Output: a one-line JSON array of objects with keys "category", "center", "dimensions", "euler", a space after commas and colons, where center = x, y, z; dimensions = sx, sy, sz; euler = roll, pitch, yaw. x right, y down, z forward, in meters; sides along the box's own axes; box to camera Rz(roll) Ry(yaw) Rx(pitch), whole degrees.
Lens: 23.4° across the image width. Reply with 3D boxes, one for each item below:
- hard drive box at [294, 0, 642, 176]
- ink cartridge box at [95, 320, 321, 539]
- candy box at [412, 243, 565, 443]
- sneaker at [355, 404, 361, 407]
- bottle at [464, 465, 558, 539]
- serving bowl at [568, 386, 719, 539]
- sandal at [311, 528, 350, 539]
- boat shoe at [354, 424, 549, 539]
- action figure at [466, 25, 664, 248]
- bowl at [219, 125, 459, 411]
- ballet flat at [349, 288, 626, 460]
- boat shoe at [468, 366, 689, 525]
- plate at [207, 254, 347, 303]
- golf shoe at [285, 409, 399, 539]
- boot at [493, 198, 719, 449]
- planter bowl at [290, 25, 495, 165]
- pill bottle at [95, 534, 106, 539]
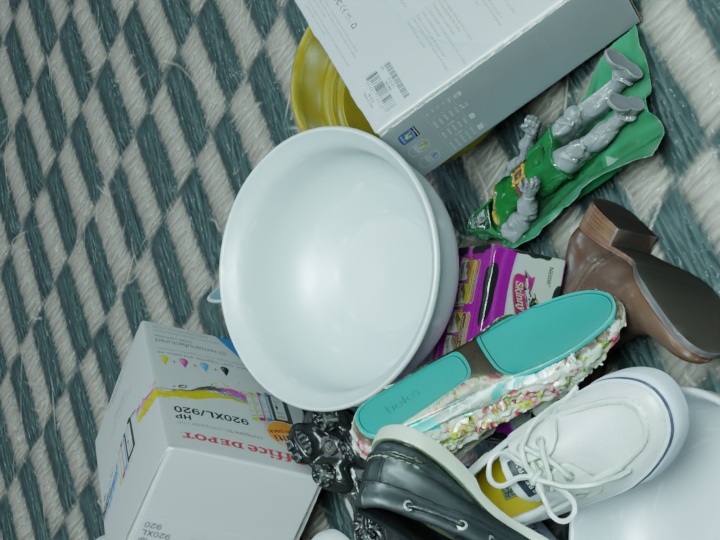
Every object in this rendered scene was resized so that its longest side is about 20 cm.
[{"category": "hard drive box", "center": [0.075, -0.189, 1.259], "dimensions": [0.200, 0.077, 0.156], "euler": [-35, 55, 9]}, {"category": "ink cartridge box", "center": [-0.138, 0.167, 1.527], "dimensions": [0.200, 0.147, 0.145], "euler": [-113, 42, -57]}, {"category": "candy box", "center": [0.075, 0.056, 1.283], "dimensions": [0.200, 0.061, 0.137], "euler": [176, 106, -71]}, {"category": "sneaker", "center": [-0.017, 0.030, 1.443], "dimensions": [0.200, 0.073, 0.085], "euler": [-123, 34, -60]}, {"category": "bottle", "center": [0.089, 0.197, 1.221], "dimensions": [0.200, 0.083, 0.065], "euler": [47, 155, 31]}, {"category": "serving bowl", "center": [0.221, 0.174, 1.100], "dimensions": [0.200, 0.066, 0.201], "euler": [-10, 78, 56]}, {"category": "sandal", "center": [-0.024, 0.277, 1.471], "dimensions": [0.083, 0.050, 0.203], "euler": [56, 150, 17]}, {"category": "boat shoe", "center": [0.073, 0.184, 1.096], "dimensions": [0.074, 0.199, 0.066], "euler": [-19, 31, 50]}, {"category": "action figure", "center": [0.138, -0.077, 1.257], "dimensions": [0.200, 0.055, 0.118], "euler": [-48, 29, 46]}, {"category": "bowl", "center": [0.000, 0.000, 1.242], "dimensions": [0.201, 0.090, 0.202], "euler": [-2, 87, 39]}, {"category": "ballet flat", "center": [0.087, 0.078, 1.149], "dimensions": [0.200, 0.064, 0.076], "euler": [-26, 40, 3]}, {"category": "boat shoe", "center": [0.118, 0.124, 1.108], "dimensions": [0.202, 0.086, 0.075], "euler": [-33, 80, 47]}, {"category": "plate", "center": [-0.028, -0.007, 1.405], "dimensions": [0.200, 0.200, 0.026], "euler": [-13, 104, 55]}, {"category": "golf shoe", "center": [0.025, 0.189, 1.400], "dimensions": [0.078, 0.094, 0.200], "euler": [-35, 78, 15]}, {"category": "boot", "center": [0.163, 0.077, 1.201], "dimensions": [0.200, 0.064, 0.187], "euler": [-64, 26, 23]}, {"category": "planter bowl", "center": [0.052, -0.146, 1.347], "dimensions": [0.200, 0.083, 0.201], "euler": [-12, 61, 23]}, {"category": "pill bottle", "center": [-0.187, 0.292, 1.579], "dimensions": [0.109, 0.200, 0.109], "euler": [-9, 79, 55]}]
